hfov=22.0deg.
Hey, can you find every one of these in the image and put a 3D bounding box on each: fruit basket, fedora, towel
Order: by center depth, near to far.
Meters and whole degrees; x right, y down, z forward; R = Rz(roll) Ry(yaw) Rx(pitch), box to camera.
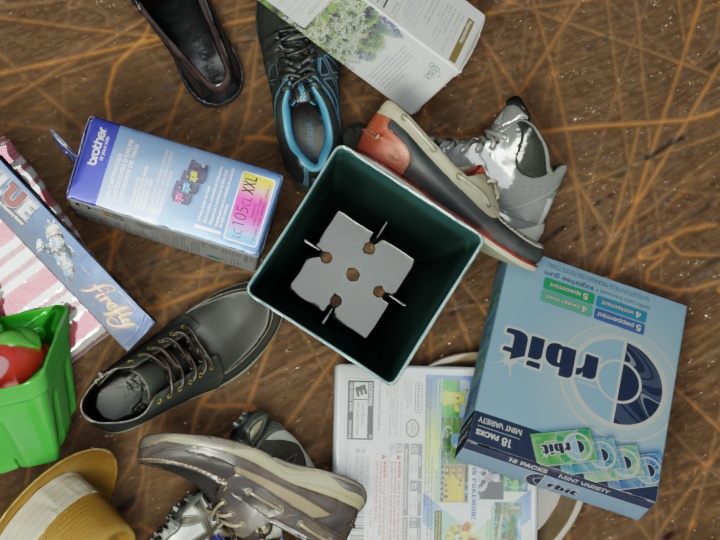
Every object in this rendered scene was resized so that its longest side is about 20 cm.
[{"bbox_3d":[-0.246,0.246,1.535,0.082,0.201,0.201,32,86,21],"label":"fedora"},{"bbox_3d":[-0.348,0.065,1.546,0.215,0.156,0.216,1,117,2],"label":"fruit basket"},{"bbox_3d":[-0.312,0.002,1.629,0.146,0.030,0.200,-36,93,-4],"label":"towel"}]

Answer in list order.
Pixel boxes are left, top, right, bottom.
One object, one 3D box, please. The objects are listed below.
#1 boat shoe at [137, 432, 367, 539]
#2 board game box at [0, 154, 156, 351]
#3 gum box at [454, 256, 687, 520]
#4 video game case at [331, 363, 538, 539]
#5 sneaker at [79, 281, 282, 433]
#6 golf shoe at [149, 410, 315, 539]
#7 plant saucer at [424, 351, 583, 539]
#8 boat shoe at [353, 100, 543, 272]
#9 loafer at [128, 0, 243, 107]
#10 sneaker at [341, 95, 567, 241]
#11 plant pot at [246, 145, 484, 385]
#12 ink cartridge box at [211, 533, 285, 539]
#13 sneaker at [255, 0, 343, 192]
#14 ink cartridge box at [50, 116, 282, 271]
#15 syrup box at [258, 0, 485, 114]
[{"bbox_3d":[-0.093,0.187,1.544,0.199,0.074,0.074,17,77,-10],"label":"boat shoe"},{"bbox_3d":[-0.251,-0.017,1.553,0.035,0.135,0.200,-43,94,-4],"label":"board game box"},{"bbox_3d":[0.184,0.095,1.598,0.169,0.045,0.201,19,57,-6],"label":"gum box"},{"bbox_3d":[0.065,0.184,1.618,0.181,0.022,0.201,2,86,-4],"label":"video game case"},{"bbox_3d":[-0.150,0.079,1.594,0.200,0.106,0.075,-36,90,-4],"label":"sneaker"},{"bbox_3d":[-0.119,0.221,1.605,0.094,0.078,0.200,37,87,-2],"label":"golf shoe"},{"bbox_3d":[0.104,0.172,1.645,0.199,0.029,0.201,0,88,-3],"label":"plant saucer"},{"bbox_3d":[0.082,-0.066,1.564,0.200,0.071,0.063,33,83,-19],"label":"boat shoe"},{"bbox_3d":[-0.163,-0.238,1.628,0.072,0.063,0.200,-31,90,-4],"label":"loafer"},{"bbox_3d":[0.091,-0.113,1.624,0.199,0.075,0.116,26,103,-12],"label":"sneaker"},{"bbox_3d":[0.000,0.000,1.560,0.141,0.200,0.142,33,86,-1],"label":"plant pot"},{"bbox_3d":[-0.115,0.322,1.574,0.200,0.076,0.136,-45,124,-3],"label":"ink cartridge box"},{"bbox_3d":[-0.047,-0.172,1.623,0.073,0.082,0.201,-12,87,-1],"label":"sneaker"},{"bbox_3d":[-0.172,-0.068,1.576,0.199,0.136,0.077,16,83,-3],"label":"ink cartridge box"},{"bbox_3d":[0.002,-0.234,1.600,0.200,0.079,0.082,35,51,-13],"label":"syrup box"}]
